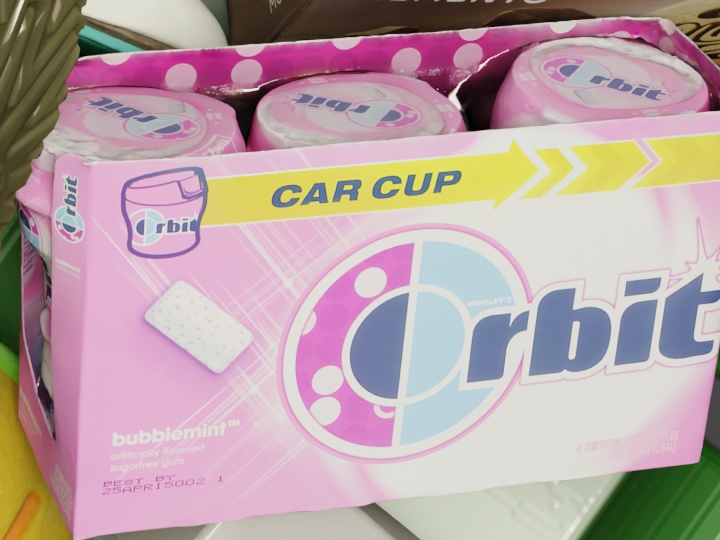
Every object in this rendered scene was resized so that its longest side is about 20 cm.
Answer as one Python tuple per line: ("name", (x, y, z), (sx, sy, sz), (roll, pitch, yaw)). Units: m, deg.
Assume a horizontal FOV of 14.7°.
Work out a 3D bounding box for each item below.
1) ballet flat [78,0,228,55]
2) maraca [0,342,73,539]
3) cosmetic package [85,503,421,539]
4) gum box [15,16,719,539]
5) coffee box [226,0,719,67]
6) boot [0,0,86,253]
("ballet flat", (-0.126, -0.106, 0.805), (0.199, 0.069, 0.070), (14, 99, -17))
("maraca", (-0.177, 0.066, 0.805), (0.199, 0.107, 0.138), (10, 102, -19))
("cosmetic package", (0.003, 0.127, 0.878), (0.200, 0.107, 0.090), (39, 89, -20))
("gum box", (0.000, 0.000, 0.769), (0.199, 0.066, 0.114), (-6, 121, -20))
("coffee box", (0.067, -0.109, 0.819), (0.199, 0.113, 0.080), (-1, 76, -21))
("boot", (-0.176, -0.059, 0.716), (0.066, 0.200, 0.176), (-16, 133, -56))
